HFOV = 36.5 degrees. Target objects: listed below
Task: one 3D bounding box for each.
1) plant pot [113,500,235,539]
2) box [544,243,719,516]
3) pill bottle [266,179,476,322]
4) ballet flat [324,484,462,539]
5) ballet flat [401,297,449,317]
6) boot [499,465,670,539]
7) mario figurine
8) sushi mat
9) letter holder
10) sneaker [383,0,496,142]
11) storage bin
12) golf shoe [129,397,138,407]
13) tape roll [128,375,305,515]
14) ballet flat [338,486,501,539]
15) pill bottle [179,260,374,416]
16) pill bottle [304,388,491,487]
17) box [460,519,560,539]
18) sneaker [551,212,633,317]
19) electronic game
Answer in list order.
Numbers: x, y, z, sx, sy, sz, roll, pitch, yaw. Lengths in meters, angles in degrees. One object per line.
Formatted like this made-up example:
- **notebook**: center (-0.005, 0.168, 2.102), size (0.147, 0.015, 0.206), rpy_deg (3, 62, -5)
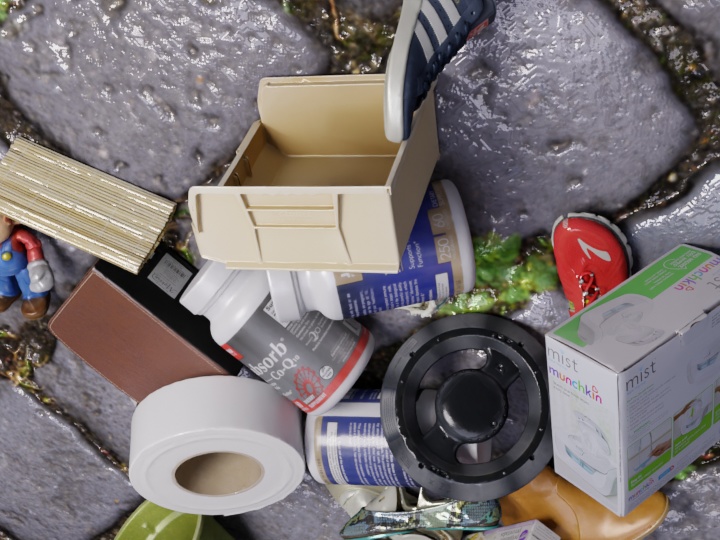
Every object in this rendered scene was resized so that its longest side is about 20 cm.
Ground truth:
- **plant pot**: center (-0.218, 0.418, 1.463), size (0.200, 0.201, 0.184), rpy_deg (-29, 123, 32)
- **box**: center (0.283, 0.102, 1.049), size (0.096, 0.199, 0.177), rpy_deg (29, 140, 46)
- **pill bottle**: center (0.007, -0.015, 1.082), size (0.198, 0.116, 0.116), rpy_deg (-13, 122, -1)
- **ballet flat**: center (0.034, 0.300, 1.360), size (0.199, 0.070, 0.070), rpy_deg (24, 128, 1)
- **ballet flat**: center (0.000, 0.000, 1.164), size (0.199, 0.072, 0.072), rpy_deg (17, 127, 7)
- **boot**: center (0.238, 0.259, 1.263), size (0.201, 0.071, 0.144), rpy_deg (-28, 112, 36)
- **mario figurine**: center (-0.427, -0.021, 1.259), size (0.123, 0.106, 0.201), rpy_deg (-17, 132, -12)
- **sushi mat**: center (-0.310, -0.073, 1.200), size (0.199, 0.096, 0.012), rpy_deg (23, 151, 1)
- **letter holder**: center (-0.239, 0.068, 1.269), size (0.200, 0.101, 0.142), rpy_deg (39, 128, -11)
- **sneaker**: center (0.071, -0.204, 0.943), size (0.084, 0.075, 0.202), rpy_deg (12, 85, -2)
- **storage bin**: center (-0.038, -0.096, 1.024), size (0.197, 0.201, 0.094), rpy_deg (2, 129, 17)
- **golf shoe**: center (-0.243, 0.185, 1.353), size (0.078, 0.095, 0.200), rpy_deg (-29, 109, 34)
- **tape roll**: center (-0.163, 0.204, 1.250), size (0.201, 0.071, 0.203), rpy_deg (-5, 141, -4)
- **ballet flat**: center (0.067, 0.276, 1.285), size (0.199, 0.074, 0.075), rpy_deg (-10, 120, 15)
- **pill bottle**: center (-0.092, 0.058, 1.202), size (0.200, 0.116, 0.116), rpy_deg (39, 126, -10)
- **pill bottle**: center (0.045, 0.192, 1.253), size (0.199, 0.111, 0.112), rpy_deg (-2, 123, 19)
- **box**: center (0.165, 0.338, 1.314), size (0.041, 0.039, 0.200), rpy_deg (37, 150, -10)
- **sneaker**: center (0.240, 0.035, 1.097), size (0.076, 0.085, 0.201), rpy_deg (-9, 120, 22)
- **electronic game**: center (0.119, 0.146, 1.172), size (0.199, 0.201, 0.042), rpy_deg (13, 171, 9)
